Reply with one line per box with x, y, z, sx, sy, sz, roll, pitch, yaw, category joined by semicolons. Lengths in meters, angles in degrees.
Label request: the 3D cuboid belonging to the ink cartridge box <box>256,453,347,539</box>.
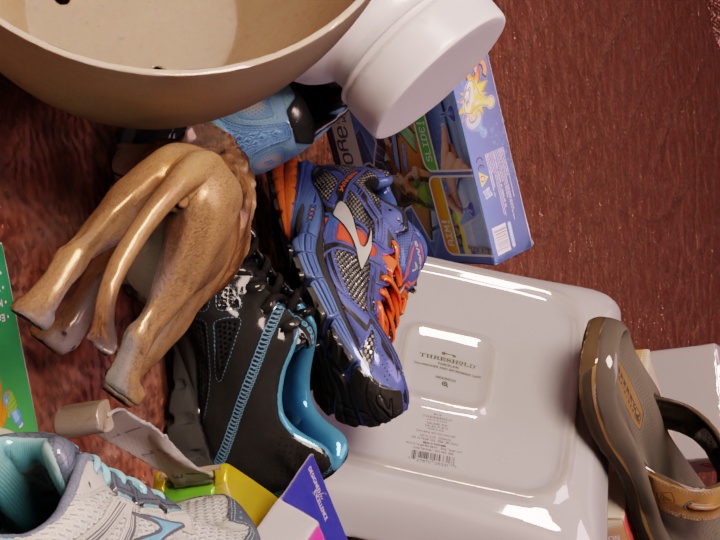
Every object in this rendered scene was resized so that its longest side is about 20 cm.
-0.039;0.176;0.648;0.200;0.037;0.095;-54;132;-47;ink cartridge box

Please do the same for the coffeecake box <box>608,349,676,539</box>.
0.162;0.176;0.959;0.154;0.072;0.201;-67;141;-52;coffeecake box

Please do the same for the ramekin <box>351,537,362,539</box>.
0.061;0.114;0.971;0.200;0.104;0.202;-9;90;-68;ramekin

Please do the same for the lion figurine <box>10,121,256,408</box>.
-0.075;-0.013;0.606;0.072;0.200;0.123;38;80;-11;lion figurine

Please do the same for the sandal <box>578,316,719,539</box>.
0.173;0.100;0.853;0.201;0.054;0.082;61;29;-34;sandal

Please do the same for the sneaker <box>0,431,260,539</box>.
-0.091;0.093;0.533;0.200;0.077;0.087;-12;89;-69;sneaker

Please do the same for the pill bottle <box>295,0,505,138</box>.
-0.026;-0.165;0.748;0.200;0.112;0.112;49;21;8;pill bottle

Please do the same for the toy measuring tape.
-0.073;0.122;0.686;0.200;0.073;0.074;46;40;-55;toy measuring tape

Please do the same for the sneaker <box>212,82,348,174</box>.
-0.031;-0.102;0.848;0.200;0.089;0.079;-66;141;-56;sneaker

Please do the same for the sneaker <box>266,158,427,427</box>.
0.000;0.000;0.808;0.201;0.078;0.076;-106;-171;-49;sneaker

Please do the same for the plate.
0.045;0.062;0.843;0.032;0.198;0.201;103;0;-48;plate

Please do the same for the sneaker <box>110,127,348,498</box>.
-0.060;0.012;0.743;0.073;0.081;0.202;-33;110;-63;sneaker

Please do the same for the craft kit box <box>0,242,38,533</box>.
-0.167;0.100;0.496;0.200;0.048;0.200;-19;102;-68;craft kit box

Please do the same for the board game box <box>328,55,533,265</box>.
0.026;-0.105;0.941;0.034;0.135;0.202;-24;107;-33;board game box

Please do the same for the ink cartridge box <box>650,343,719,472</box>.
0.186;0.112;1.153;0.146;0.198;0.085;21;62;-66;ink cartridge box

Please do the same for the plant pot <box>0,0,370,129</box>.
-0.088;-0.137;0.634;0.135;0.198;0.202;118;-26;-66;plant pot
